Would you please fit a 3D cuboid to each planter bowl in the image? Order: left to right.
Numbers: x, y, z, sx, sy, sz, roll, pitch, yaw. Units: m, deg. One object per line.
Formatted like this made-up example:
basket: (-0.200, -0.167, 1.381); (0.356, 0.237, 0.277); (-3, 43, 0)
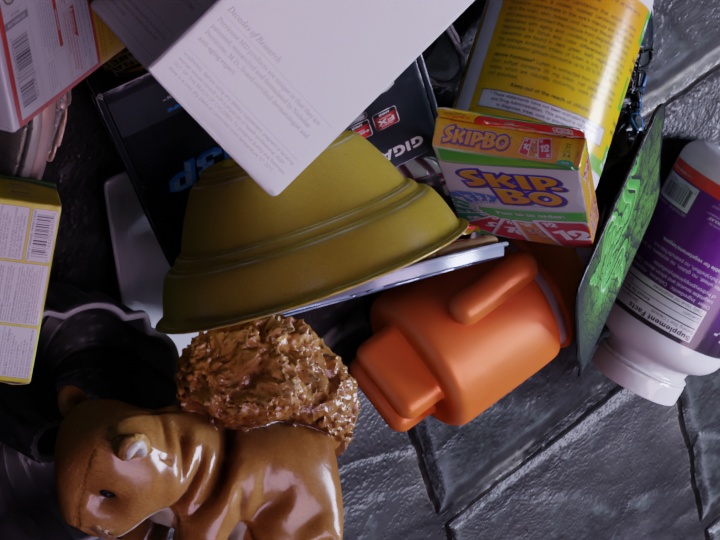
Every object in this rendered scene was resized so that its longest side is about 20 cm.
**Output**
planter bowl: (-0.041, -0.035, 1.302); (0.200, 0.200, 0.084); (-23, 100, -29)

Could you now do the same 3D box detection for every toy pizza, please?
toy pizza: (0.000, 0.000, 1.443); (0.200, 0.200, 0.032); (-14, 88, -34)

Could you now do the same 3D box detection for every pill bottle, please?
pill bottle: (0.136, -0.160, 1.484); (0.111, 0.111, 0.201); (23, 82, -48)
pill bottle: (0.266, 0.004, 1.739); (0.112, 0.112, 0.200); (13, 109, -46)

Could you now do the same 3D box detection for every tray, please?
tray: (-0.119, -0.003, 1.460); (0.107, 0.022, 0.201); (-26, 133, -25)

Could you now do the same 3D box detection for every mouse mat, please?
mouse mat: (0.189, -0.018, 1.585); (0.200, 0.008, 0.161); (70, 44, -69)

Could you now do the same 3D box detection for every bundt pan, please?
bundt pan: (-0.216, 0.091, 1.398); (0.201, 0.076, 0.202); (-23, 132, -28)

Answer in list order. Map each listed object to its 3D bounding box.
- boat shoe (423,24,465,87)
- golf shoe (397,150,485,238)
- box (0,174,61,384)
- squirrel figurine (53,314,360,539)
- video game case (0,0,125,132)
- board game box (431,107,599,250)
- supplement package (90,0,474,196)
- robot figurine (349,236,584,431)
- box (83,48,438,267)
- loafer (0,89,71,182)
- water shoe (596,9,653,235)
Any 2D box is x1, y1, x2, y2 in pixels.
boat shoe: (0.008, -0.182, 1.409); (0.074, 0.068, 0.199); (-45, 139, -7)
golf shoe: (0.017, -0.067, 1.510); (0.200, 0.077, 0.088); (-2, 104, -48)
box: (-0.281, -0.004, 1.246); (0.199, 0.048, 0.118); (7, 110, -18)
squirrel figurine: (-0.100, 0.106, 1.375); (0.186, 0.141, 0.200); (26, 97, -37)
video game case: (-0.154, -0.187, 1.236); (0.200, 0.017, 0.143); (-45, 140, -44)
board game box: (0.104, -0.058, 1.418); (0.200, 0.095, 0.030); (66, 35, -70)
supplement package: (-0.031, -0.165, 1.218); (0.200, 0.117, 0.117); (-44, 124, 2)
robot figurine: (0.087, 0.035, 1.602); (0.200, 0.117, 0.144); (-35, 131, -16)
box: (-0.058, -0.105, 1.357); (0.199, 0.046, 0.159); (-26, 135, -6)
loafer: (-0.190, -0.129, 1.275); (0.063, 0.072, 0.201); (-18, 127, -40)
water shoe: (0.193, -0.112, 1.616); (0.071, 0.079, 0.201); (-10, 124, -37)
